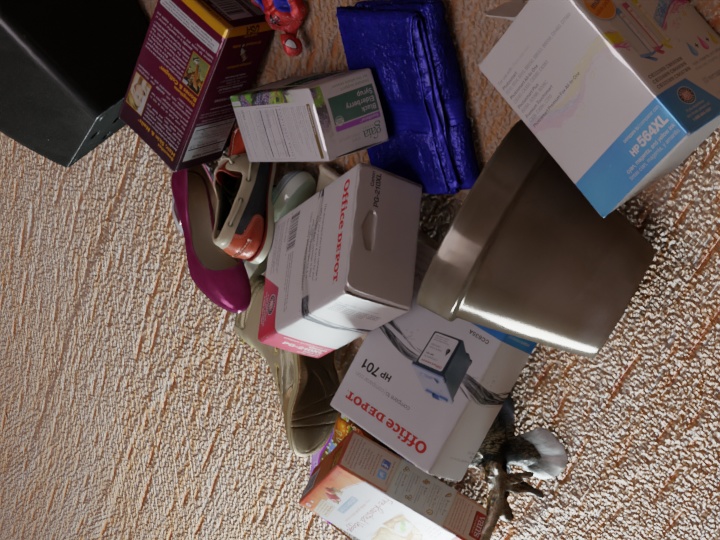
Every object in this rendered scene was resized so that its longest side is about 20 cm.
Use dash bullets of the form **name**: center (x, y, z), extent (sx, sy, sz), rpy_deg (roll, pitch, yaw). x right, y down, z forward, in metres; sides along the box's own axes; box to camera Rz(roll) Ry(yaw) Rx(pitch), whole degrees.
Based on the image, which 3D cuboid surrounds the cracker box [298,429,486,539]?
- **cracker box**: center (0.041, 0.283, 1.595), extent (0.199, 0.058, 0.134), rpy_deg (30, 144, -6)

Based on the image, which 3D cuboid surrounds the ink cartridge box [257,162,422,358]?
- **ink cartridge box**: center (-0.023, -0.006, 1.421), extent (0.199, 0.084, 0.147), rpy_deg (-30, 49, 55)

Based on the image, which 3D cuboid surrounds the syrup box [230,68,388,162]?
- **syrup box**: center (-0.058, -0.165, 1.441), extent (0.199, 0.078, 0.082), rpy_deg (6, 116, 61)

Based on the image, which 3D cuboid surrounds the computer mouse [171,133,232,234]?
- **computer mouse**: center (-0.210, -0.107, 1.705), extent (0.109, 0.044, 0.202), rpy_deg (31, 133, 30)

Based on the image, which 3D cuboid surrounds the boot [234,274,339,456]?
- **boot**: center (-0.096, 0.116, 1.668), extent (0.155, 0.072, 0.203), rpy_deg (24, 122, 52)

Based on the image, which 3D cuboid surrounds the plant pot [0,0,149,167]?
- **plant pot**: center (-0.362, -0.255, 1.676), extent (0.178, 0.200, 0.200), rpy_deg (46, 140, -1)

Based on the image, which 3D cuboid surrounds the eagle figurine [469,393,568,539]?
- **eagle figurine**: center (0.117, 0.185, 1.494), extent (0.152, 0.150, 0.200), rpy_deg (-48, 36, 10)

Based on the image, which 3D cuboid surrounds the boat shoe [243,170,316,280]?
- **boat shoe**: center (-0.116, -0.066, 1.608), extent (0.072, 0.070, 0.201), rpy_deg (47, 142, 10)

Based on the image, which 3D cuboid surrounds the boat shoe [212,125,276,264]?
- **boat shoe**: center (-0.139, -0.098, 1.540), extent (0.071, 0.062, 0.202), rpy_deg (-43, 38, 39)

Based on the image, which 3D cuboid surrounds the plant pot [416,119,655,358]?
- **plant pot**: center (0.175, -0.013, 1.258), extent (0.172, 0.200, 0.201), rpy_deg (30, 135, 8)

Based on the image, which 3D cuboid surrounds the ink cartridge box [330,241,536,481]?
- **ink cartridge box**: center (0.083, 0.095, 1.403), extent (0.146, 0.086, 0.202), rpy_deg (30, 92, 31)

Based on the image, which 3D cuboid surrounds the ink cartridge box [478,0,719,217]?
- **ink cartridge box**: center (0.210, -0.176, 1.143), extent (0.201, 0.128, 0.125), rpy_deg (51, 140, 9)

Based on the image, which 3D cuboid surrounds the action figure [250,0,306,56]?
- **action figure**: center (-0.110, -0.328, 1.462), extent (0.065, 0.052, 0.202), rpy_deg (-16, 103, 46)

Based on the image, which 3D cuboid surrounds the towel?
- **towel**: center (0.044, -0.177, 1.384), extent (0.147, 0.049, 0.202), rpy_deg (6, 117, 44)

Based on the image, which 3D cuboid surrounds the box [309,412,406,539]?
- **box**: center (-0.002, 0.260, 1.709), extent (0.136, 0.039, 0.202), rpy_deg (32, 133, 31)

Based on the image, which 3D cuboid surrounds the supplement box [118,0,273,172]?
- **supplement box**: center (-0.191, -0.231, 1.550), extent (0.110, 0.085, 0.201), rpy_deg (42, 127, 21)

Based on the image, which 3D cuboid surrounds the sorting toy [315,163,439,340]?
- **sorting toy**: center (0.000, 0.000, 1.550), extent (0.184, 0.036, 0.202), rpy_deg (36, 135, 27)

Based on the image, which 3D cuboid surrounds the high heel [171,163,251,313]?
- **high heel**: center (-0.176, -0.048, 1.604), extent (0.096, 0.067, 0.201), rpy_deg (108, 146, -49)
